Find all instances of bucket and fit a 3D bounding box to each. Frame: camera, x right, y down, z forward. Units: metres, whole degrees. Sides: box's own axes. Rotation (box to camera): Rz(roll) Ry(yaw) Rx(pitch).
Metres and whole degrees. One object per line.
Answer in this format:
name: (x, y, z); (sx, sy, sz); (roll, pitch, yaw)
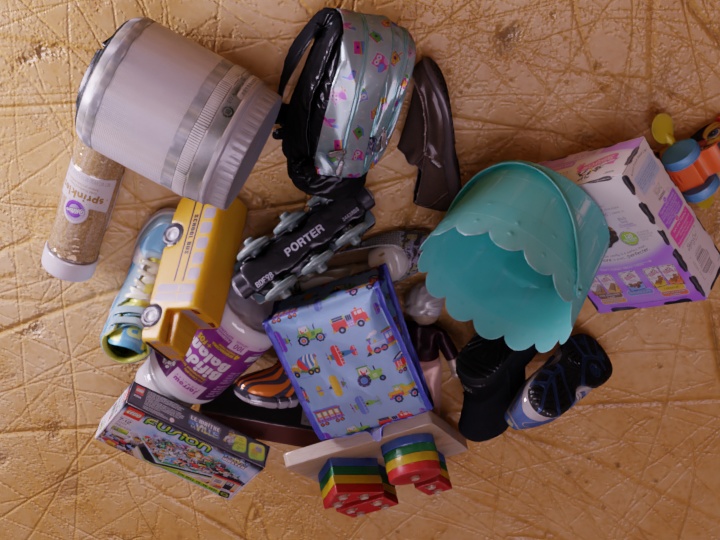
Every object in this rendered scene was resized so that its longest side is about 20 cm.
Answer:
bucket: (0.183, -0.020, 1.585); (0.206, 0.135, 0.208); (26, 149, 17)

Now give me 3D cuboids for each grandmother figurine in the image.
grandmother figurine: (0.077, 0.106, 1.766); (0.120, 0.061, 0.201); (8, 117, 8)

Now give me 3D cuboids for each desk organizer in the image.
desk organizer: (-0.119, 0.212, 1.815); (0.198, 0.072, 0.077); (11, 121, -6)

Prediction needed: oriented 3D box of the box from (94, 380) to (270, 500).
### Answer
box: (-0.228, 0.220, 1.746); (0.199, 0.035, 0.110); (28, 137, -16)

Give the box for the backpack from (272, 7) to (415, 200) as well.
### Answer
backpack: (-0.018, -0.199, 1.553); (0.126, 0.167, 0.201); (7, 117, -24)

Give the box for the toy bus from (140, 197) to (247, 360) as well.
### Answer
toy bus: (-0.198, 0.004, 1.628); (0.078, 0.201, 0.065); (-1, 153, 26)

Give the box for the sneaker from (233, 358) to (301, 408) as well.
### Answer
sneaker: (-0.070, 0.106, 1.736); (0.199, 0.077, 0.113); (-9, 116, -35)

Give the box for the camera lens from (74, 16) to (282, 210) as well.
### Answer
camera lens: (-0.208, -0.178, 1.530); (0.199, 0.160, 0.161); (27, 116, 0)

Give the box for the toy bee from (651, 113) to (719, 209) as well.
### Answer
toy bee: (0.408, -0.132, 1.623); (0.199, 0.109, 0.132); (3, 131, 27)

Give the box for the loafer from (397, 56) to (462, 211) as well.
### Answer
loafer: (0.077, -0.153, 1.611); (0.070, 0.073, 0.201); (-8, 118, 5)

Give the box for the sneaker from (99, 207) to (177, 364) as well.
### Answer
sneaker: (-0.261, 0.030, 1.680); (0.079, 0.131, 0.201); (19, 116, -10)

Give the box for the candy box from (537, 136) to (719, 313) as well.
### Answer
candy box: (0.310, -0.049, 1.625); (0.167, 0.072, 0.200); (-10, 127, 49)

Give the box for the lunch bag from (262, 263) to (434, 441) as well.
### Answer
lunch bag: (-0.008, 0.116, 1.648); (0.149, 0.094, 0.201); (-18, 103, 12)

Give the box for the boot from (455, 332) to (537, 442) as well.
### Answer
boot: (0.196, 0.115, 1.756); (0.200, 0.076, 0.169); (-43, 152, -21)

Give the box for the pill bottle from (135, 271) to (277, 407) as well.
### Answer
pill bottle: (-0.196, 0.098, 1.722); (0.112, 0.113, 0.200); (36, 121, -18)

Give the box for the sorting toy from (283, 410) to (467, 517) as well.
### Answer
sorting toy: (0.029, 0.261, 1.775); (0.199, 0.070, 0.199); (-18, 158, 13)

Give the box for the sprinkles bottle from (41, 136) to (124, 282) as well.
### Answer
sprinkles bottle: (-0.331, -0.085, 1.651); (0.068, 0.068, 0.201); (18, 117, -10)

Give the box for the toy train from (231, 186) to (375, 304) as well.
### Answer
toy train: (-0.066, -0.031, 1.632); (0.199, 0.114, 0.085); (-37, 85, -2)

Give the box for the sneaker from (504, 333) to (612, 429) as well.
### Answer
sneaker: (0.250, 0.141, 1.728); (0.077, 0.199, 0.076); (-42, 78, 42)

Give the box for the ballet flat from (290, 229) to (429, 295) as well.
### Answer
ballet flat: (0.000, 0.000, 1.699); (0.199, 0.072, 0.073); (-11, 119, 6)
